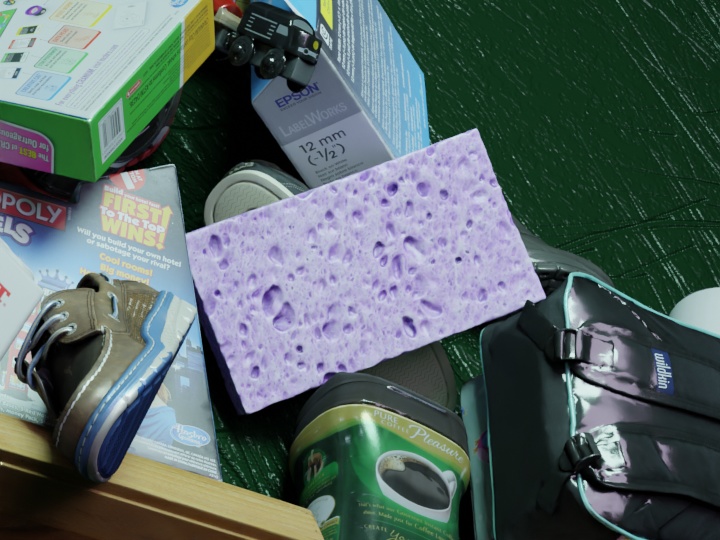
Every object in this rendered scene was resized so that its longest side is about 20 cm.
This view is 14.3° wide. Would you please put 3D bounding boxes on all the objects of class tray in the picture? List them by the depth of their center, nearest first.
[{"bbox_3d":[-0.127,0.144,1.474,0.200,0.099,0.037,20,25,-30],"label":"tray"}]

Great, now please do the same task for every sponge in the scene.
[{"bbox_3d":[0.000,0.000,1.688,0.200,0.030,0.112,-21,90,-17],"label":"sponge"}]

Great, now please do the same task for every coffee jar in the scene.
[{"bbox_3d":[0.009,0.154,1.611,0.104,0.085,0.200,26,42,-22],"label":"coffee jar"}]

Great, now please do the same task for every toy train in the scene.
[{"bbox_3d":[-0.094,-0.152,1.674,0.200,0.046,0.034,25,1,42],"label":"toy train"}]

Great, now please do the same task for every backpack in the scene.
[{"bbox_3d":[0.163,0.115,1.700,0.200,0.153,0.176,13,55,-30],"label":"backpack"}]

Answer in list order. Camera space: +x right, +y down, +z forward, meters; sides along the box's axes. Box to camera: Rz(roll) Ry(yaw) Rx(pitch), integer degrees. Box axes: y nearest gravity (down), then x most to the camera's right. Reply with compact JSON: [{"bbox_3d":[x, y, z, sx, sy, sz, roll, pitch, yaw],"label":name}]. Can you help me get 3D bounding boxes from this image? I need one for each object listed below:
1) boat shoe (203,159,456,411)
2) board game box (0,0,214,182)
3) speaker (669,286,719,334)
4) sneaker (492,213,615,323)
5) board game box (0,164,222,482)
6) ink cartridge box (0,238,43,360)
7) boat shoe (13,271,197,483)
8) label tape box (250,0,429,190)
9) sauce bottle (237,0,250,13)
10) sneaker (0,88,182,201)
[{"bbox_3d":[-0.012,0.013,1.741,0.200,0.072,0.068,48,11,-6],"label":"boat shoe"},{"bbox_3d":[-0.203,-0.122,1.602,0.200,0.040,0.153,13,37,20],"label":"board game box"},{"bbox_3d":[0.229,0.104,1.878,0.081,0.081,0.200,34,38,-15],"label":"speaker"},{"bbox_3d":[0.083,-0.014,1.855,0.200,0.076,0.091,21,39,-32],"label":"sneaker"},{"bbox_3d":[-0.168,0.019,1.571,0.200,0.062,0.200,19,50,-19],"label":"board game box"},{"bbox_3d":[-0.266,0.039,1.381,0.145,0.084,0.200,48,52,-26],"label":"ink cartridge box"},{"bbox_3d":[-0.136,0.050,1.445,0.072,0.072,0.200,27,12,-2],"label":"boat shoe"},{"bbox_3d":[-0.027,-0.134,1.768,0.200,0.066,0.143,53,22,-36],"label":"label tape box"},{"bbox_3d":[-0.087,-0.171,1.841,0.200,0.066,0.066,8,51,-45],"label":"sauce bottle"},{"bbox_3d":[-0.143,-0.102,1.695,0.071,0.098,0.200,41,36,-3],"label":"sneaker"}]
